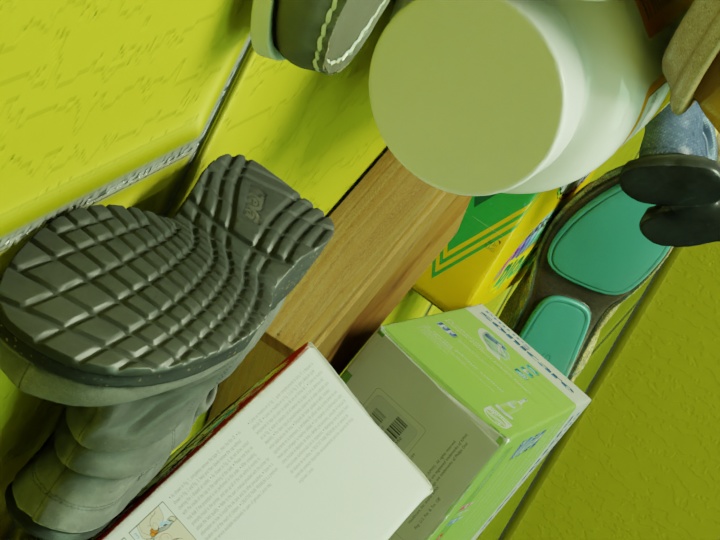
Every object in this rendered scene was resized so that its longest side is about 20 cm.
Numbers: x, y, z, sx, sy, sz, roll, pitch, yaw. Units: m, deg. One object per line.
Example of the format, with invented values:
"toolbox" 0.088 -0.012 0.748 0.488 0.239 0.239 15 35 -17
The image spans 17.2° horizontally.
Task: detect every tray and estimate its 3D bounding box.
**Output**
"tray" 0.000 0.000 1.148 0.200 0.037 0.099 -49 167 -39

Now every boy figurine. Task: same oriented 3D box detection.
"boy figurine" 0.187 -0.107 1.298 0.125 0.064 0.201 60 36 -44

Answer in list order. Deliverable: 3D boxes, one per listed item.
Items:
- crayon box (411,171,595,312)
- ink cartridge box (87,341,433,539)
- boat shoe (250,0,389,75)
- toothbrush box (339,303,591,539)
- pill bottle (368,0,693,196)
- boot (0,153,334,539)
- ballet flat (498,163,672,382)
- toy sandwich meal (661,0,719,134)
"crayon box" 0.102 -0.071 1.360 0.173 0.058 0.200 -61 170 17
"ink cartridge box" -0.090 0.142 0.945 0.175 0.084 0.200 -41 -179 33
"boat shoe" 0.029 -0.145 0.766 0.202 0.060 0.072 -61 170 18
"toothbrush box" 0.024 0.102 1.203 0.146 0.086 0.200 -52 167 13
"pill bottle" 0.076 -0.097 1.001 0.111 0.111 0.200 -62 169 26
"boot" -0.082 0.043 0.798 0.132 0.070 0.200 -56 167 22
"ballet flat" 0.129 -0.002 1.393 0.071 0.071 0.201 -44 166 -54
"toy sandwich meal" 0.192 -0.124 0.948 0.206 0.070 0.205 -53 173 -9
